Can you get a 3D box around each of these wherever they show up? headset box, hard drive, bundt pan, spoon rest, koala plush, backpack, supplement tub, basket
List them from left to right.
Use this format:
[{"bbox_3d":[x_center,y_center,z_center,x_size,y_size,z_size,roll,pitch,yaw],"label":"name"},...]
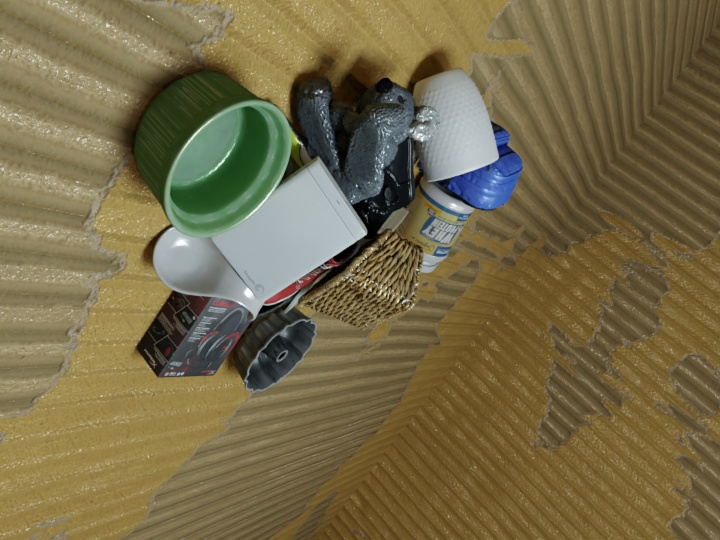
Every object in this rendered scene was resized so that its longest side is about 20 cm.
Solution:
[{"bbox_3d":[-0.265,0.082,1.076,0.202,0.075,0.148,-53,155,10],"label":"headset box"},{"bbox_3d":[-0.223,0.009,0.950,0.199,0.060,0.101,38,70,-29],"label":"spoon rest"},{"bbox_3d":[-0.189,0.158,1.328,0.201,0.076,0.204,-40,156,-22],"label":"bundt pan"},{"bbox_3d":[-0.106,-0.056,0.922,0.197,0.133,0.027,-32,-159,13],"label":"hard drive"},{"bbox_3d":[0.000,0.000,1.097,0.199,0.146,0.146,-31,-139,58],"label":"basket"},{"bbox_3d":[0.019,-0.229,0.994,0.200,0.174,0.187,-47,150,-37],"label":"koala plush"},{"bbox_3d":[0.168,-0.113,1.470,0.143,0.144,0.203,-17,142,-50],"label":"supplement tub"},{"bbox_3d":[0.250,-0.237,1.357,0.161,0.200,0.170,-26,149,-39],"label":"backpack"}]

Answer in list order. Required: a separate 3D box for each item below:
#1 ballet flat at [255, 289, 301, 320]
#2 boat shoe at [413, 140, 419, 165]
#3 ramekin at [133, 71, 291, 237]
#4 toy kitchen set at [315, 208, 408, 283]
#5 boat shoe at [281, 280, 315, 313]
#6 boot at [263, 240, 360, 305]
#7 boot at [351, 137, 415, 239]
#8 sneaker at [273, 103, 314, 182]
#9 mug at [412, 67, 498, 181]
[{"bbox_3d":[-0.173,0.054,1.144,0.198,0.067,0.057,-35,-166,24],"label":"ballet flat"},{"bbox_3d":[0.054,-0.169,1.227,0.198,0.074,0.094,-37,123,-19],"label":"boat shoe"},{"bbox_3d":[-0.194,-0.153,0.812,0.199,0.097,0.202,-39,155,-22],"label":"ramekin"},{"bbox_3d":[0.023,-0.016,1.323,0.181,0.162,0.201,-47,175,-42],"label":"toy kitchen set"},{"bbox_3d":[-0.114,0.010,1.185,0.200,0.060,0.076,-49,-178,42],"label":"boat shoe"},{"bbox_3d":[-0.091,-0.007,1.026,0.198,0.073,0.144,-35,-168,-5],"label":"boot"},{"bbox_3d":[0.029,-0.176,1.086,0.168,0.075,0.205,-41,128,-48],"label":"boot"},{"bbox_3d":[-0.100,-0.142,0.938,0.080,0.202,0.074,-32,-167,5],"label":"sneaker"},{"bbox_3d":[0.166,-0.281,1.193,0.144,0.180,0.200,-18,-168,1],"label":"mug"}]
